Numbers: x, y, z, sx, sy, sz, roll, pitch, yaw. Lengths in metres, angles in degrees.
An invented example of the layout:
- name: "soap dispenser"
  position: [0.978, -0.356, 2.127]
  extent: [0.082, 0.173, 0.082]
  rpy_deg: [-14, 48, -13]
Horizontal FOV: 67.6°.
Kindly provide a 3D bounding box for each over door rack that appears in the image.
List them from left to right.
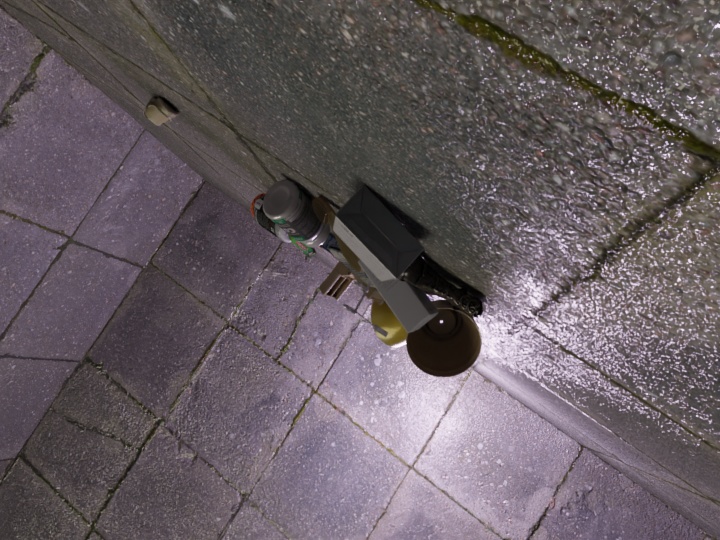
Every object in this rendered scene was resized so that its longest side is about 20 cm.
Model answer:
- name: "over door rack"
  position: [0.033, 0.059, 1.382]
  extent: [0.066, 0.150, 0.199]
  rpy_deg: [29, 180, -32]

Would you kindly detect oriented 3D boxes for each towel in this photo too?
- name: "towel"
  position: [0.000, 0.000, 1.576]
  extent: [0.192, 0.035, 0.199]
  rpy_deg: [44, 170, -20]

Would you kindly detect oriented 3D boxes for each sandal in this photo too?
- name: "sandal"
  position: [-0.032, -0.103, 1.313]
  extent: [0.214, 0.069, 0.078]
  rpy_deg: [54, 153, 11]

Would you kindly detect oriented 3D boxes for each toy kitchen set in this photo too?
- name: "toy kitchen set"
  position: [0.002, 0.078, 1.845]
  extent: [0.161, 0.181, 0.201]
  rpy_deg: [21, -154, -47]

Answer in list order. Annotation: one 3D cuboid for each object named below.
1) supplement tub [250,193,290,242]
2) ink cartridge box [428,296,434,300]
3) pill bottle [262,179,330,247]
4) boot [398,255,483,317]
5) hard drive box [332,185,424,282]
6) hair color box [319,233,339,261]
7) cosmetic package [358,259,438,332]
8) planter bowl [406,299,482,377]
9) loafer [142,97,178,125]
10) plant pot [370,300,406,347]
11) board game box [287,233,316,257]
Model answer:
- name: "supplement tub"
  position: [-0.290, -0.189, 1.871]
  extent: [0.198, 0.124, 0.122]
  rpy_deg: [31, 174, 36]
- name: "ink cartridge box"
  position: [0.110, 0.041, 1.687]
  extent: [0.196, 0.044, 0.199]
  rpy_deg: [32, 177, -34]
- name: "pill bottle"
  position: [-0.168, -0.148, 1.461]
  extent: [0.112, 0.114, 0.200]
  rpy_deg: [31, 174, 35]
- name: "boot"
  position: [0.181, 0.037, 1.144]
  extent: [0.172, 0.070, 0.199]
  rpy_deg: [32, -175, 26]
- name: "hard drive box"
  position: [0.026, -0.061, 1.018]
  extent: [0.156, 0.077, 0.200]
  rpy_deg: [46, 174, -2]
- name: "hair color box"
  position: [-0.133, -0.109, 1.921]
  extent: [0.198, 0.061, 0.100]
  rpy_deg: [35, 175, 17]
- name: "cosmetic package"
  position: [0.089, 0.039, 1.249]
  extent: [0.202, 0.071, 0.101]
  rpy_deg: [55, -165, 13]
- name: "planter bowl"
  position: [0.220, 0.161, 1.443]
  extent: [0.198, 0.201, 0.135]
  rpy_deg: [35, -158, -9]
- name: "loafer"
  position: [-0.613, -0.480, 1.640]
  extent: [0.075, 0.069, 0.199]
  rpy_deg: [38, 175, -35]
- name: "plant pot"
  position: [0.153, 0.152, 1.861]
  extent: [0.198, 0.204, 0.141]
  rpy_deg: [36, 147, -23]
- name: "board game box"
  position: [-0.203, -0.151, 1.642]
  extent: [0.134, 0.029, 0.203]
  rpy_deg: [43, -159, -60]
